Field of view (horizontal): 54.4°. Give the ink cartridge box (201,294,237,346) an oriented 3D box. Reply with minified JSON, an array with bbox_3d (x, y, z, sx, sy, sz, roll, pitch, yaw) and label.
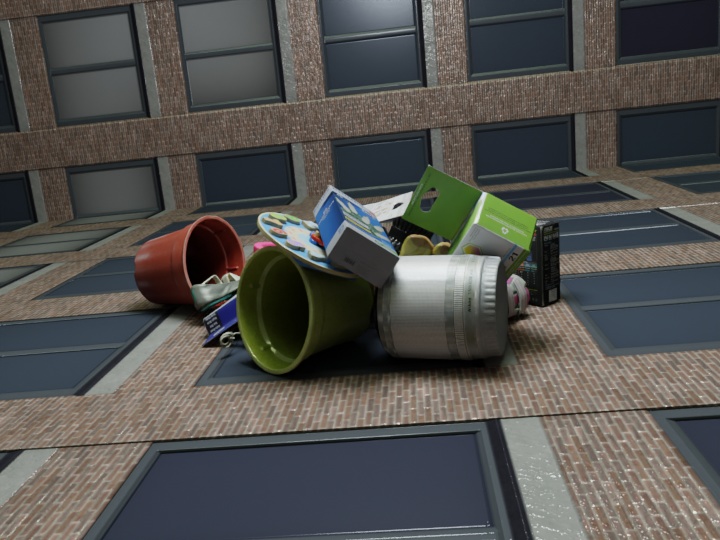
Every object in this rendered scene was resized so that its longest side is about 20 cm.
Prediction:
[{"bbox_3d":[-0.211,0.050,1.365,0.197,0.041,0.200,-34,6,17],"label":"ink cartridge box"}]

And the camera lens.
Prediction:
[{"bbox_3d":[0.127,0.058,1.110,0.194,0.165,0.160,-1,14,20],"label":"camera lens"}]

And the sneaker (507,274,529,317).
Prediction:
[{"bbox_3d":[0.261,0.046,1.272,0.086,0.084,0.200,-1,17,19],"label":"sneaker"}]

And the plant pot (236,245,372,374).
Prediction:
[{"bbox_3d":[-0.082,0.061,1.191,0.197,0.207,0.181,7,6,43],"label":"plant pot"}]

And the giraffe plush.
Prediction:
[{"bbox_3d":[0.106,0.035,1.310,0.199,0.174,0.162,-40,0,5],"label":"giraffe plush"}]

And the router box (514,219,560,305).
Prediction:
[{"bbox_3d":[0.301,-0.025,1.394,0.061,0.155,0.198,-14,16,-35],"label":"router box"}]

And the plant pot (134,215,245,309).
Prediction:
[{"bbox_3d":[-0.394,-0.006,1.581,0.191,0.207,0.200,-8,10,32],"label":"plant pot"}]

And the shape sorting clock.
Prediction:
[{"bbox_3d":[-0.077,-0.045,1.142,0.196,0.040,0.200,29,13,-7],"label":"shape sorting clock"}]

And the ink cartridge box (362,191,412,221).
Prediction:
[{"bbox_3d":[0.016,-0.090,1.335,0.171,0.046,0.200,-12,15,12],"label":"ink cartridge box"}]

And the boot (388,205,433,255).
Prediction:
[{"bbox_3d":[0.059,-0.067,1.544,0.205,0.162,0.080,7,26,-23],"label":"boot"}]

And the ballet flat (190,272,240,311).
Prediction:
[{"bbox_3d":[-0.288,0.036,1.506,0.067,0.065,0.199,-33,-8,28],"label":"ballet flat"}]

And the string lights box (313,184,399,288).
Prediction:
[{"bbox_3d":[-0.012,-0.059,1.127,0.101,0.060,0.201,30,16,-22],"label":"string lights box"}]

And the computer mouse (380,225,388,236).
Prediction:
[{"bbox_3d":[0.000,0.000,1.260,0.034,0.202,0.059,-11,54,-49],"label":"computer mouse"}]

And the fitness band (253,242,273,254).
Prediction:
[{"bbox_3d":[-0.109,-0.034,1.343,0.194,0.039,0.144,7,15,14],"label":"fitness band"}]

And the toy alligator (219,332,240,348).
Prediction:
[{"bbox_3d":[-0.186,0.099,1.301,0.196,0.061,0.054,-17,17,-38],"label":"toy alligator"}]

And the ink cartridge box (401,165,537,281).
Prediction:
[{"bbox_3d":[0.167,-0.060,1.152,0.196,0.149,0.077,25,54,-2],"label":"ink cartridge box"}]
